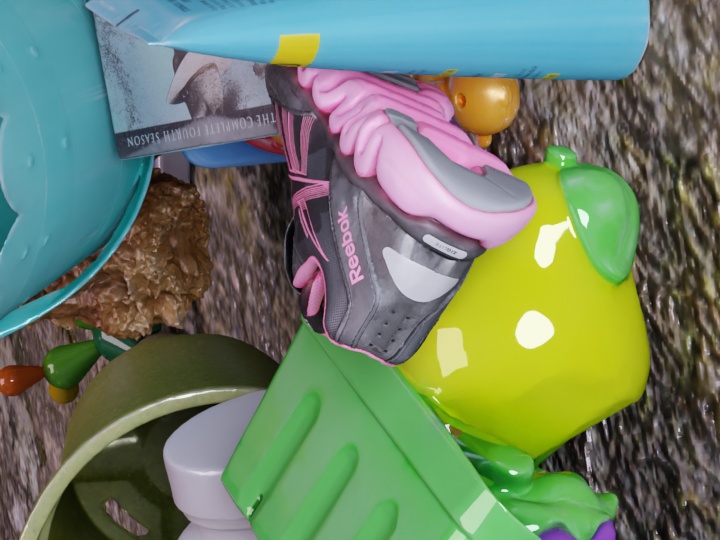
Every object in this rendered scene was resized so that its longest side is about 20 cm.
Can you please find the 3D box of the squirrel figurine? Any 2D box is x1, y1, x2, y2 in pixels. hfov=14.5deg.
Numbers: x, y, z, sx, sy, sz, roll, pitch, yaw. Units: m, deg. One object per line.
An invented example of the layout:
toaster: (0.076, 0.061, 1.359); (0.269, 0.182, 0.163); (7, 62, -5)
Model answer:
squirrel figurine: (-0.134, -0.063, 1.462); (0.141, 0.186, 0.201); (173, 88, -74)

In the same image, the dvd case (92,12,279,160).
dvd case: (-0.076, -0.152, 1.200); (0.146, 0.022, 0.201); (-4, 98, 55)

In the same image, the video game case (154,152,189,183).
video game case: (-0.137, -0.157, 1.687); (0.182, 0.023, 0.201); (-140, 47, -63)

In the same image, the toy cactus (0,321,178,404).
toy cactus: (-0.139, 0.043, 1.669); (0.165, 0.102, 0.201); (36, 122, 52)

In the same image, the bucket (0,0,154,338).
bucket: (-0.201, -0.063, 1.293); (0.207, 0.135, 0.208); (12, 115, 27)

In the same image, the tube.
tube: (0.006, -0.093, 1.026); (0.077, 0.199, 0.051); (-155, 65, -66)

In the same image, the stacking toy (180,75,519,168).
stacking toy: (0.009, -0.090, 1.199); (0.200, 0.109, 0.117); (20, 115, 56)

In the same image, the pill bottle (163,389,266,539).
pill bottle: (-0.020, 0.158, 1.243); (0.113, 0.112, 0.201); (-145, 37, -65)

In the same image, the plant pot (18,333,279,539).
plant pot: (-0.075, 0.120, 1.379); (0.184, 0.200, 0.201); (-117, 26, -69)

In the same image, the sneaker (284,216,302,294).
sneaker: (0.000, 0.000, 1.247); (0.200, 0.084, 0.075); (131, 130, -65)

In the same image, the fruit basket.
fruit basket: (0.057, 0.061, 1.081); (0.215, 0.155, 0.216); (-32, 36, 27)

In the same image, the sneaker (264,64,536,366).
sneaker: (-0.004, -0.027, 1.059); (0.096, 0.079, 0.200); (-65, 20, 14)
